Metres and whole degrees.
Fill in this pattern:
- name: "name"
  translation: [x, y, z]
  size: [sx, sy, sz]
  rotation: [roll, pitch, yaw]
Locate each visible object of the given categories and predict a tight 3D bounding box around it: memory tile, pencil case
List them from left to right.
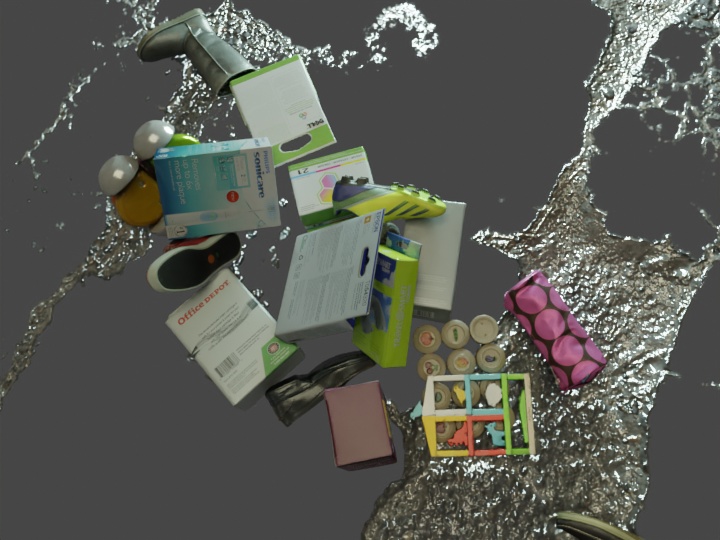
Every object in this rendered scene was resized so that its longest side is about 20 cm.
- name: "memory tile"
  translation: [0.173, 0.182, 1.123]
  size: [0.152, 0.017, 0.201]
  rotation: [-8, 77, 3]
- name: "pencil case"
  translation: [0.318, 0.102, 1.109]
  size: [0.093, 0.091, 0.200]
  rotation: [-32, 70, 2]

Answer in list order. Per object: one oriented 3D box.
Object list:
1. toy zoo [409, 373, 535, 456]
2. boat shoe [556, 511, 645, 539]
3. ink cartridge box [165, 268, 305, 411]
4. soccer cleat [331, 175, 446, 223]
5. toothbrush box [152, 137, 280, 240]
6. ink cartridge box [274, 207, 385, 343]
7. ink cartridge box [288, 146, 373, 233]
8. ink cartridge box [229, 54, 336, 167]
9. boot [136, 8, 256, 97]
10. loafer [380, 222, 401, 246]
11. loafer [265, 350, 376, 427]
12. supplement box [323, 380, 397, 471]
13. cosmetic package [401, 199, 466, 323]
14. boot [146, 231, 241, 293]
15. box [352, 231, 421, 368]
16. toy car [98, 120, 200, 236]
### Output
- name: "toy zoo"
  translation: [0.181, 0.237, 1.091]
  size: [0.199, 0.020, 0.132]
  rotation: [-3, 78, 4]
- name: "boat shoe"
  translation: [0.389, 0.426, 1.002]
  size: [0.199, 0.073, 0.065]
  rotation: [21, 70, 12]
- name: "ink cartridge box"
  translation: [-0.216, 0.119, 1.156]
  size: [0.146, 0.083, 0.200]
  rotation: [-41, 73, -9]
- name: "soccer cleat"
  translation: [0.047, -0.110, 1.144]
  size: [0.199, 0.065, 0.084]
  rotation: [12, 103, 10]
- name: "toothbrush box"
  translation: [-0.248, -0.145, 1.164]
  size: [0.199, 0.085, 0.147]
  rotation: [-8, 114, -11]
- name: "ink cartridge box"
  translation: [-0.041, 0.011, 1.082]
  size: [0.199, 0.043, 0.197]
  rotation: [-14, 53, 36]
- name: "ink cartridge box"
  translation: [-0.036, -0.106, 1.214]
  size: [0.147, 0.076, 0.201]
  rotation: [-15, 70, 1]
- name: "ink cartridge box"
  translation: [-0.146, -0.290, 1.279]
  size: [0.147, 0.076, 0.201]
  rotation: [-22, 76, -2]
- name: "boot"
  translation: [-0.337, -0.425, 1.359]
  size: [0.181, 0.073, 0.200]
  rotation: [-35, 79, -4]
- name: "loafer"
  translation: [0.000, 0.000, 1.169]
  size: [0.070, 0.075, 0.201]
  rotation: [25, 80, 43]
- name: "loafer"
  translation: [-0.059, 0.196, 1.132]
  size: [0.199, 0.073, 0.073]
  rotation: [-24, 93, 1]
- name: "supplement box"
  translation: [0.004, 0.246, 1.031]
  size: [0.085, 0.200, 0.111]
  rotation: [-11, 71, 1]
- name: "cosmetic package"
  translation: [0.122, -0.020, 1.168]
  size: [0.106, 0.090, 0.201]
  rotation: [9, 71, 9]
- name: "boot"
  translation: [-0.323, -0.014, 1.160]
  size: [0.144, 0.200, 0.073]
  rotation: [-1, 110, 32]
- name: "box"
  translation: [0.041, 0.044, 1.084]
  size: [0.047, 0.122, 0.201]
  rotation: [1, 103, -26]
- name: "toy car"
  translation: [-0.383, -0.177, 1.246]
  size: [0.200, 0.175, 0.150]
  rotation: [-48, 35, -7]
